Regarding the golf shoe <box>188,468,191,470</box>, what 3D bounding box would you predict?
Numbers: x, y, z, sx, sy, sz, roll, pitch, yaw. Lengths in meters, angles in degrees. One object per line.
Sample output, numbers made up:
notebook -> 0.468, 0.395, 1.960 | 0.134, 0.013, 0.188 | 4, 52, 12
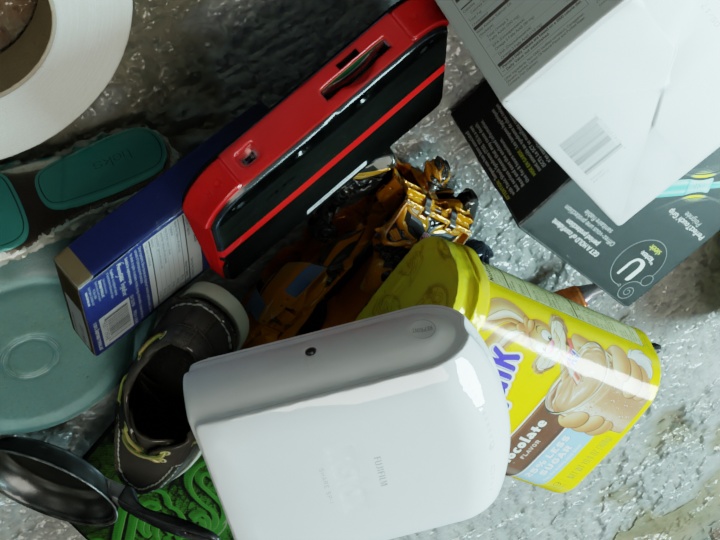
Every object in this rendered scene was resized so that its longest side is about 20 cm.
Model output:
golf shoe -> -0.056, 0.114, 1.316 | 0.198, 0.077, 0.089 | 7, 123, -33

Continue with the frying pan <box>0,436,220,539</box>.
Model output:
frying pan -> -0.197, 0.151, 1.236 | 0.189, 0.031, 0.115 | -3, 144, 36

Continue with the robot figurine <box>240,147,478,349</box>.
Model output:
robot figurine -> 0.000, 0.000, 1.244 | 0.144, 0.058, 0.200 | 23, 119, -42

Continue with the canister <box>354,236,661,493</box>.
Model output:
canister -> 0.099, 0.073, 1.239 | 0.199, 0.087, 0.149 | 22, 120, -31

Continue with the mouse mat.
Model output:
mouse mat -> -0.129, 0.171, 1.279 | 0.200, 0.161, 0.008 | -48, 179, 36

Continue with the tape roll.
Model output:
tape roll -> -0.231, -0.147, 0.994 | 0.201, 0.037, 0.204 | -16, 137, -15

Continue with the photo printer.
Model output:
photo printer -> -0.001, 0.109, 1.135 | 0.198, 0.070, 0.167 | -14, 132, 0

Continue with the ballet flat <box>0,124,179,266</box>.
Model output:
ballet flat -> -0.207, -0.034, 1.097 | 0.198, 0.072, 0.072 | -16, 137, -16

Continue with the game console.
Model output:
game console -> -0.025, -0.081, 1.094 | 0.200, 0.031, 0.177 | -40, 171, -8

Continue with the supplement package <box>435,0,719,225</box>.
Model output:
supplement package -> 0.137, -0.169, 1.045 | 0.150, 0.201, 0.152 | -38, 137, 12

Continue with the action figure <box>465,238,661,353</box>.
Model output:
action figure -> 0.127, 0.059, 1.342 | 0.192, 0.105, 0.201 | -27, 141, -16

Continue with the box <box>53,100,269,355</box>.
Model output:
box -> -0.105, -0.035, 1.116 | 0.199, 0.032, 0.121 | -38, 164, -17

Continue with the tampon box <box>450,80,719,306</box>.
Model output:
tampon box -> 0.194, -0.105, 1.194 | 0.200, 0.127, 0.149 | -42, 136, 16

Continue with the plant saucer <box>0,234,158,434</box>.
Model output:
plant saucer -> -0.229, 0.049, 1.188 | 0.198, 0.036, 0.201 | -15, 137, -15

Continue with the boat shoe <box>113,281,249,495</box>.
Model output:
boat shoe -> -0.137, 0.093, 1.192 | 0.061, 0.071, 0.202 | -52, 171, -48
